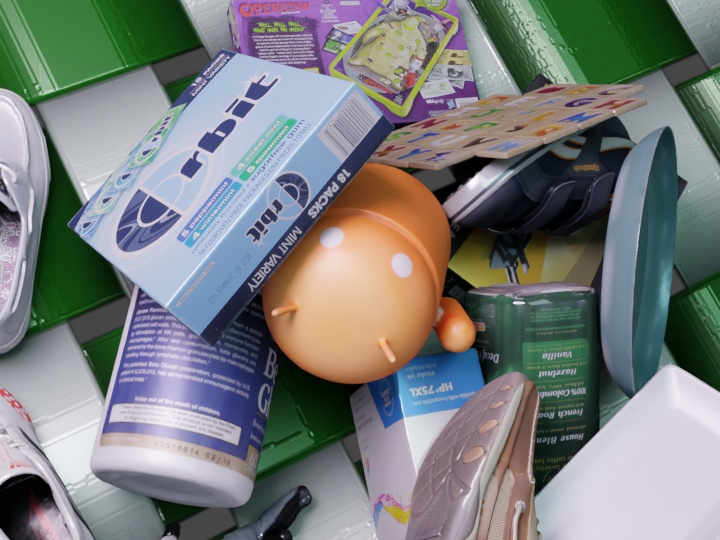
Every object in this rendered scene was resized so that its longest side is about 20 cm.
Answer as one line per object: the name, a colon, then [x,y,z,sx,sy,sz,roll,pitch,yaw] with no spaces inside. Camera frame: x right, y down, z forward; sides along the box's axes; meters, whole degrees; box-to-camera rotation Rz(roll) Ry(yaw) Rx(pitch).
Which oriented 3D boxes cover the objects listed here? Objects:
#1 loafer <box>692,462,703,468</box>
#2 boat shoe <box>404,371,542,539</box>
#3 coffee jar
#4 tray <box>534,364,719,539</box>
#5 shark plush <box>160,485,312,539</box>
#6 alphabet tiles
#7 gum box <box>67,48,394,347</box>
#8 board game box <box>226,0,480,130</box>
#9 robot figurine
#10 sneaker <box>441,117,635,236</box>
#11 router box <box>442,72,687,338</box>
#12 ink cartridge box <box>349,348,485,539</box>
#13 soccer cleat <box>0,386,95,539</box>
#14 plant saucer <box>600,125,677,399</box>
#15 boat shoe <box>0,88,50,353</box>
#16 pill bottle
loafer: [0.178,0.204,0.744,0.073,0.072,0.200,19,59,35]
boat shoe: [0.073,0.157,0.694,0.072,0.076,0.201,36,59,-18]
coffee jar: [0.124,0.111,0.807,0.085,0.104,0.202,-4,92,-16]
tray: [0.178,0.153,0.724,0.200,0.022,0.107,-40,51,-19]
shark plush: [-0.116,0.199,0.758,0.200,0.091,0.083,-39,55,-19]
alphabet tiles: [0.103,-0.109,0.829,0.199,0.166,0.006,-23,110,-28]
gum box: [-0.092,-0.058,0.726,0.170,0.200,0.045,-50,122,-7]
board game box: [-0.004,-0.171,0.935,0.199,0.032,0.121,-6,77,-18]
robot figurine: [0.002,0.000,0.752,0.116,0.200,0.144,-22,108,19]
sneaker: [0.146,-0.064,0.837,0.200,0.078,0.080,-30,83,-39]
router box: [0.153,-0.037,0.919,0.157,0.052,0.200,35,66,-2]
ink cartridge box: [0.055,0.168,0.786,0.067,0.116,0.201,-7,73,-18]
soccer cleat: [-0.232,0.128,0.728,0.068,0.085,0.200,-31,71,-22]
plant saucer: [0.203,-0.004,0.819,0.027,0.200,0.201,6,66,23]
boat shoe: [-0.261,-0.044,0.797,0.071,0.069,0.201,8,70,-13]
pill bottle: [-0.110,0.054,0.782,0.110,0.111,0.201,14,69,-10]
